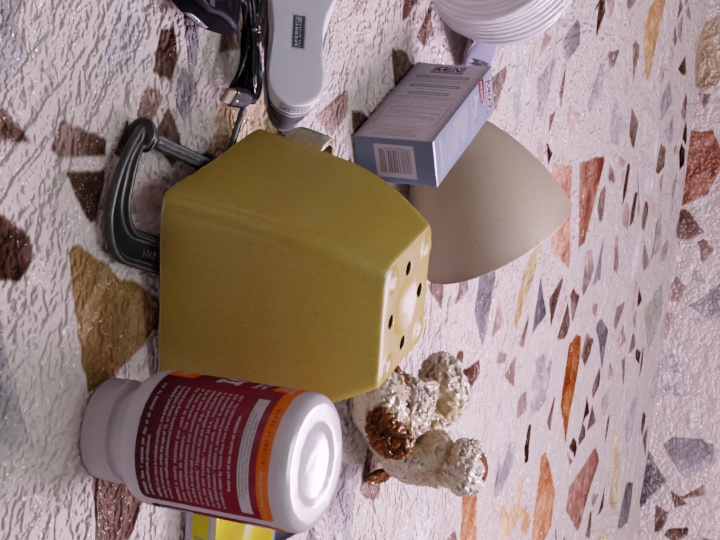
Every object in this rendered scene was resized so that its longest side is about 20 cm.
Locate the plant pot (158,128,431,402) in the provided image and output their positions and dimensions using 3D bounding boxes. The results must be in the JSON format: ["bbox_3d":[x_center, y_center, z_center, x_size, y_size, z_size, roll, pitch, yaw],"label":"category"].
[{"bbox_3d":[-0.047,0.010,1.385,0.196,0.198,0.196,-45,144,-59],"label":"plant pot"}]

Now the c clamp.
[{"bbox_3d":[-0.163,-0.079,1.345,0.200,0.027,0.173,7,95,-69],"label":"c clamp"}]

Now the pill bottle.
[{"bbox_3d":[-0.124,0.143,1.270,0.113,0.198,0.114,7,90,-67],"label":"pill bottle"}]

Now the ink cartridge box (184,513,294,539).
[{"bbox_3d":[-0.108,0.182,1.523,0.197,0.046,0.203,-14,112,-65],"label":"ink cartridge box"}]

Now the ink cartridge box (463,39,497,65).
[{"bbox_3d":[0.164,-0.326,1.941,0.200,0.041,0.121,108,-4,-73],"label":"ink cartridge box"}]

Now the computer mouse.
[{"bbox_3d":[-0.131,-0.216,1.346,0.200,0.045,0.142,9,81,-75],"label":"computer mouse"}]

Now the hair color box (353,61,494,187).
[{"bbox_3d":[0.076,-0.171,1.786,0.200,0.098,0.061,-53,143,-50],"label":"hair color box"}]

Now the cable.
[{"bbox_3d":[0.168,-0.366,1.818,0.200,0.200,0.069,-47,146,2],"label":"cable"}]

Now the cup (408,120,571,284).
[{"bbox_3d":[0.137,-0.098,1.875,0.144,0.199,0.200,62,35,-16],"label":"cup"}]

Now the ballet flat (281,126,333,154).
[{"bbox_3d":[-0.049,-0.045,1.571,0.067,0.062,0.202,-43,135,-56],"label":"ballet flat"}]

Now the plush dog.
[{"bbox_3d":[0.045,0.171,1.808,0.172,0.159,0.201,52,19,-41],"label":"plush dog"}]

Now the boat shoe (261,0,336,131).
[{"bbox_3d":[-0.061,-0.229,1.494,0.068,0.071,0.202,125,-30,-62],"label":"boat shoe"}]
